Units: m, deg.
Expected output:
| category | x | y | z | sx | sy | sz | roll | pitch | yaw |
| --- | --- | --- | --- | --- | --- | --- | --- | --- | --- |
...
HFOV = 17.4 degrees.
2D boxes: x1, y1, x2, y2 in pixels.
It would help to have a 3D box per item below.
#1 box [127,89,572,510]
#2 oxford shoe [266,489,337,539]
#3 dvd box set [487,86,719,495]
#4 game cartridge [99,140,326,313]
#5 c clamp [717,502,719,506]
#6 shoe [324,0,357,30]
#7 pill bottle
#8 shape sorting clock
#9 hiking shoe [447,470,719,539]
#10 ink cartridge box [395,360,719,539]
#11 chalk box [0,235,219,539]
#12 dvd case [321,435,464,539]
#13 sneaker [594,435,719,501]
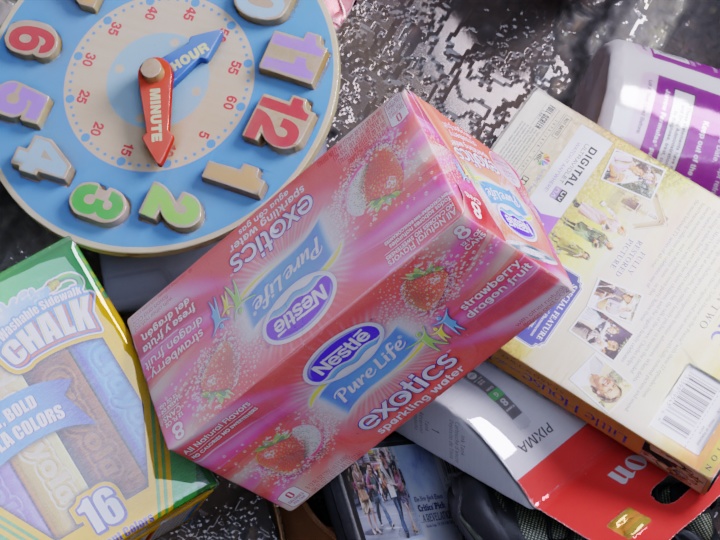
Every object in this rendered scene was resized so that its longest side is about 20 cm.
| category | x | y | z | sx | sy | sz | roll | pitch | yaw |
| --- | --- | --- | --- | --- | --- | --- | --- | --- | --- |
| box | -0.008 | 0.017 | 1.193 | 0.200 | 0.103 | 0.095 | -39 | 47 | 18 |
| oxford shoe | -0.007 | 0.170 | 1.296 | 0.071 | 0.071 | 0.200 | -18 | 82 | -16 |
| dvd box set | 0.139 | 0.008 | 1.267 | 0.200 | 0.029 | 0.146 | 31 | 70 | 11 |
| game cartridge | -0.088 | -0.085 | 1.309 | 0.133 | 0.042 | 0.200 | -11 | 78 | 13 |
| c clamp | 0.171 | 0.108 | 1.372 | 0.200 | 0.027 | 0.171 | -4 | 73 | -10 |
| shoe | -0.034 | -0.193 | 1.386 | 0.091 | 0.071 | 0.200 | 29 | 78 | -4 |
| pill bottle | 0.222 | -0.055 | 1.375 | 0.200 | 0.112 | 0.112 | 17 | 73 | -6 |
| shape sorting clock | -0.109 | -0.102 | 1.265 | 0.200 | 0.039 | 0.200 | -2 | 69 | 6 |
| hiking shoe | 0.147 | 0.144 | 1.283 | 0.200 | 0.076 | 0.101 | 27 | 111 | -8 |
| ink cartridge box | 0.121 | 0.061 | 1.288 | 0.200 | 0.050 | 0.161 | 27 | 47 | 35 |
| chalk box | -0.183 | 0.069 | 1.259 | 0.124 | 0.124 | 0.200 | -29 | 84 | -16 |
| dvd case | 0.043 | 0.187 | 1.279 | 0.018 | 0.143 | 0.200 | -23 | 78 | 30 |
| sneaker | 0.185 | 0.094 | 1.336 | 0.200 | 0.070 | 0.080 | -1 | 55 | -10 |
